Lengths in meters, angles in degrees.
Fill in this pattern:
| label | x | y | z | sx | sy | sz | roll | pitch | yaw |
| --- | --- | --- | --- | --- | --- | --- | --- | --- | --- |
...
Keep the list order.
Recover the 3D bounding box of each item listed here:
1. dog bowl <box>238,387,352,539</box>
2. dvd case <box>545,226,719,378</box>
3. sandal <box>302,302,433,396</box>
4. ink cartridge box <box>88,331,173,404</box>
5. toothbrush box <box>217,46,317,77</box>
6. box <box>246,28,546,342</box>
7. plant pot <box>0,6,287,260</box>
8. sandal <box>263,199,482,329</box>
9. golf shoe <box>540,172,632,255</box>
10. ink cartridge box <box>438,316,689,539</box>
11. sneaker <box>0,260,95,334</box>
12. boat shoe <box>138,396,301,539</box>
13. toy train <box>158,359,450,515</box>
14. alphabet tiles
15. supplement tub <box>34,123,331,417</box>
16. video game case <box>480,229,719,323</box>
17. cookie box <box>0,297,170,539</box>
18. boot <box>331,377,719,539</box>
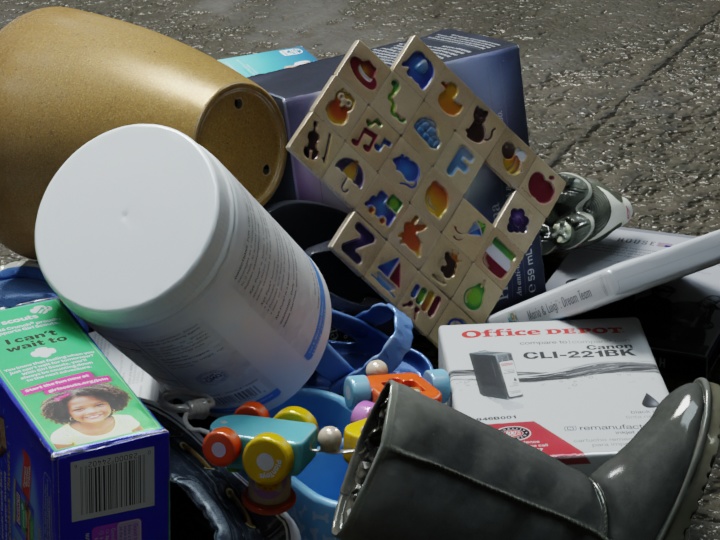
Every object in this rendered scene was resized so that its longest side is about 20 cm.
| label | x | y | z | sx | sy | sz | roll | pitch | yaw |
| --- | --- | --- | --- | --- | --- | --- | --- | --- | --- |
| dog bowl | -0.020 | 0.135 | 1.614 | 0.111 | 0.050 | 0.200 | -16 | 29 | -30 |
| dvd case | 0.218 | 0.020 | 1.883 | 0.149 | 0.025 | 0.200 | 8 | 26 | 20 |
| sandal | -0.039 | 0.054 | 1.705 | 0.198 | 0.087 | 0.080 | 3 | 49 | -4 |
| ink cartridge box | -0.229 | 0.109 | 1.710 | 0.199 | 0.050 | 0.162 | -17 | 24 | 7 |
| toothbrush box | -0.120 | -0.086 | 1.980 | 0.199 | 0.148 | 0.085 | -12 | 26 | -21 |
| box | 0.019 | -0.057 | 1.825 | 0.197 | 0.202 | 0.123 | -15 | 17 | -23 |
| plant pot | -0.152 | -0.093 | 1.750 | 0.199 | 0.188 | 0.186 | 6 | 23 | 42 |
| sandal | 0.001 | -0.001 | 1.735 | 0.199 | 0.077 | 0.043 | 12 | 7 | -23 |
| golf shoe | 0.121 | -0.042 | 1.965 | 0.199 | 0.078 | 0.088 | 5 | 3 | 41 |
| ink cartridge box | 0.129 | 0.110 | 1.621 | 0.143 | 0.084 | 0.200 | -2 | 23 | -3 |
| sneaker | -0.287 | 0.046 | 1.803 | 0.198 | 0.079 | 0.089 | -3 | 31 | 17 |
| boat shoe | -0.130 | 0.130 | 1.541 | 0.200 | 0.071 | 0.091 | 30 | 5 | 33 |
| toy train | -0.021 | 0.106 | 1.540 | 0.198 | 0.056 | 0.150 | -5 | 15 | -24 |
| alphabet tiles | 0.041 | -0.060 | 1.740 | 0.008 | 0.200 | 0.168 | -8 | 44 | 58 |
| supplement tub | -0.109 | 0.004 | 1.577 | 0.131 | 0.200 | 0.133 | -8 | 64 | 18 |
| video game case | 0.204 | 0.002 | 1.757 | 0.199 | 0.024 | 0.182 | -19 | -3 | -31 |
| cookie box | -0.181 | 0.134 | 1.479 | 0.075 | 0.172 | 0.200 | -9 | 26 | -24 |
| boot | 0.101 | 0.113 | 1.465 | 0.199 | 0.183 | 0.073 | 25 | -15 | -3 |
